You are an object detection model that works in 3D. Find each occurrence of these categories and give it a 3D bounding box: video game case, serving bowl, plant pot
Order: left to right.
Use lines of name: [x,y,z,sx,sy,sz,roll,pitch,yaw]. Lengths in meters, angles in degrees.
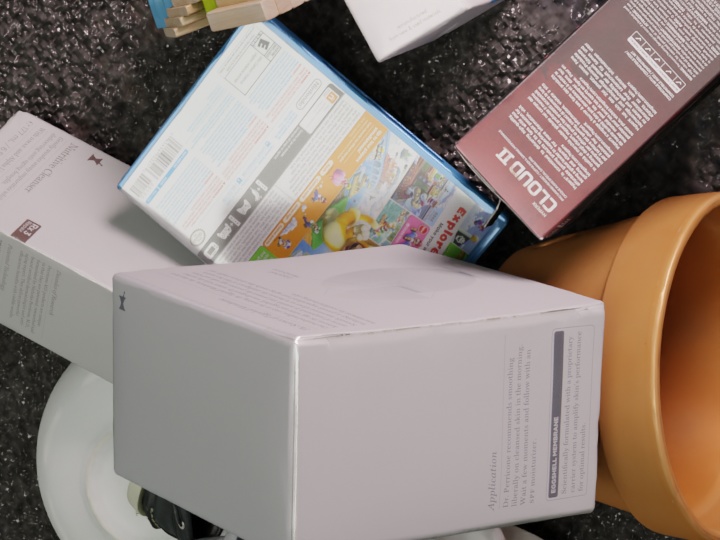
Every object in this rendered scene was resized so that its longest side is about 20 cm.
serving bowl: [-0.128,0.134,1.594,0.199,0.066,0.202,4,103,17]
video game case: [-0.029,-0.041,1.473,0.200,0.018,0.143,40,104,2]
plant pot: [0.159,0.056,1.426,0.139,0.200,0.202,0,102,35]

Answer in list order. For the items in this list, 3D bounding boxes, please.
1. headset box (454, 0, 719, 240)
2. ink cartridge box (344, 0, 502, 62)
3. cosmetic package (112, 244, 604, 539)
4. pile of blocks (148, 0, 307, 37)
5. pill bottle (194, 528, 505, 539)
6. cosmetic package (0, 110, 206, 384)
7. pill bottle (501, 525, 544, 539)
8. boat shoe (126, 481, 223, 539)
headset box: [0.140,-0.098,1.388,0.200,0.149,0.077,-44,86,6]
ink cartridge box: [0.004,-0.232,1.445,0.068,0.116,0.201,-28,91,20]
cosmetic package: [-0.006,0.067,1.335,0.199,0.199,0.124,17,108,56]
pile of blocks: [-0.093,-0.182,1.458,0.082,0.200,0.063,-23,104,-21]
pill bottle: [-0.017,0.190,1.433,0.199,0.112,0.113,-11,98,37]
cosmetic package: [-0.164,-0.005,1.542,0.199,0.113,0.081,25,132,11]
pill bottle: [0.054,0.258,1.491,0.114,0.114,0.201,12,68,16]
boat shoe: [-0.082,0.093,1.474,0.066,0.074,0.200,46,125,27]
